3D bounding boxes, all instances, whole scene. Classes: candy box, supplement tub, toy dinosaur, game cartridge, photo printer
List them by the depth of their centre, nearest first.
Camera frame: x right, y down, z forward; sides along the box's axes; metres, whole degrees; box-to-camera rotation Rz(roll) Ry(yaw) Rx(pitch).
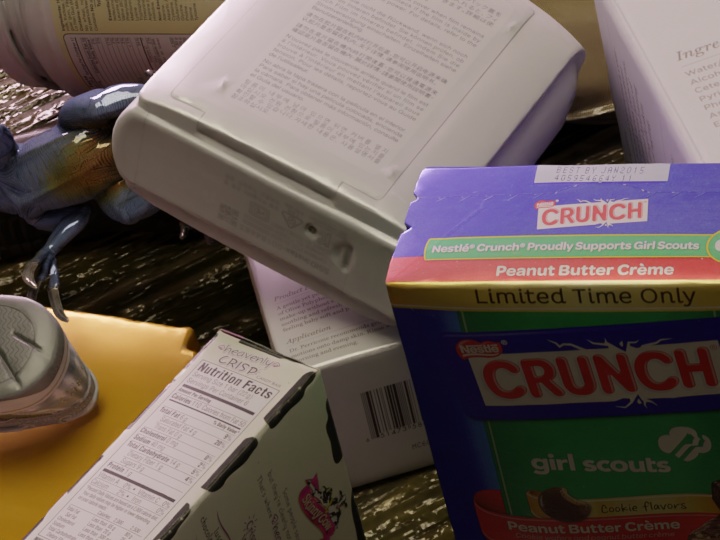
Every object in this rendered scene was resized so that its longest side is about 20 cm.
[{"bbox_3d":[0.115,0.050,1.208,0.168,0.201,0.077,0,44,17],"label":"candy box"},{"bbox_3d":[-0.084,0.142,1.216,0.061,0.137,0.200,21,52,32],"label":"candy box"},{"bbox_3d":[0.003,-0.080,1.338,0.166,0.070,0.200,26,46,12],"label":"photo printer"},{"bbox_3d":[-0.189,0.087,1.391,0.199,0.033,0.177,8,46,21],"label":"game cartridge"},{"bbox_3d":[-0.144,-0.038,1.419,0.181,0.106,0.200,-9,15,44],"label":"toy dinosaur"},{"bbox_3d":[-0.092,-0.158,1.529,0.199,0.146,0.145,2,44,29],"label":"supplement tub"}]

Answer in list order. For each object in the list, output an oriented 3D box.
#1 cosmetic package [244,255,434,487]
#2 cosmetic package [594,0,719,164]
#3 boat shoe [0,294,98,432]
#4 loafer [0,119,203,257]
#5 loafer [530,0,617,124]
[{"bbox_3d":[0.000,0.000,1.384,0.107,0.085,0.201,-15,41,-1],"label":"cosmetic package"},{"bbox_3d":[0.218,-0.049,1.310,0.165,0.168,0.201,-18,42,-2],"label":"cosmetic package"},{"bbox_3d":[-0.225,0.050,1.379,0.200,0.065,0.075,-3,62,20],"label":"boat shoe"},{"bbox_3d":[-0.122,-0.063,1.496,0.198,0.073,0.072,-7,44,9],"label":"loafer"},{"bbox_3d":[0.099,-0.108,1.464,0.199,0.077,0.067,-11,-1,8],"label":"loafer"}]
